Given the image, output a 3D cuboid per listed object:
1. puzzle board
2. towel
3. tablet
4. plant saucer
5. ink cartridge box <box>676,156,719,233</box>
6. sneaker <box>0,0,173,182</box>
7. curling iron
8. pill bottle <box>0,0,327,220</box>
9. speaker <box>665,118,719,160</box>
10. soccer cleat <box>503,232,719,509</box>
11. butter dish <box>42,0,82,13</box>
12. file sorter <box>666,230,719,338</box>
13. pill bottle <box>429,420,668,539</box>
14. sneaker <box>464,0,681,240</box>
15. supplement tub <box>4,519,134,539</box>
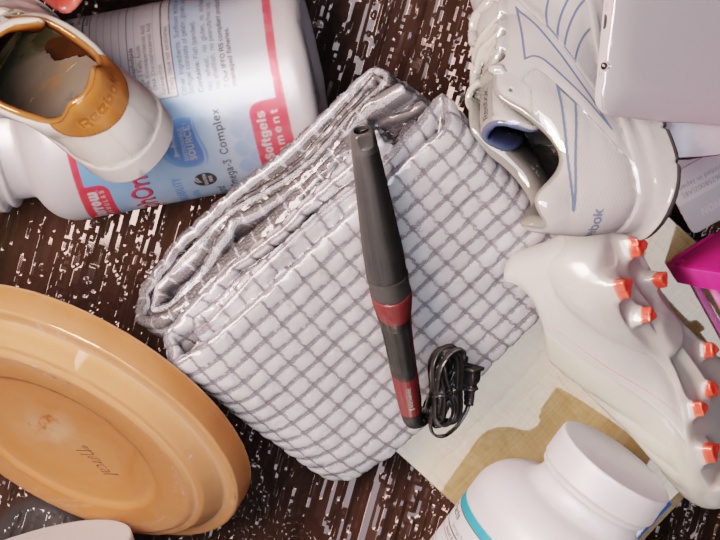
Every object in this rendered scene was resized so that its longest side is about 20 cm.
[{"bbox_3d":[0.131,0.068,1.599,0.151,0.017,0.200,42,96,-2],"label":"puzzle board"},{"bbox_3d":[0.000,0.000,1.529,0.200,0.086,0.166,-44,134,5],"label":"towel"},{"bbox_3d":[0.195,-0.138,1.471,0.014,0.200,0.130,10,96,47],"label":"tablet"},{"bbox_3d":[-0.154,0.081,1.531,0.200,0.200,0.032,28,61,0],"label":"plant saucer"},{"bbox_3d":[0.199,-0.147,1.567,0.162,0.057,0.200,-29,104,5],"label":"ink cartridge box"},{"bbox_3d":[-0.184,-0.116,1.469,0.200,0.085,0.073,25,78,35],"label":"sneaker"},{"bbox_3d":[0.021,0.006,1.473,0.050,0.026,0.200,-41,132,-26],"label":"curling iron"},{"bbox_3d":[-0.121,-0.088,1.551,0.200,0.109,0.109,-11,94,4],"label":"pill bottle"},{"bbox_3d":[0.162,-0.159,1.500,0.081,0.081,0.200,-3,101,3],"label":"speaker"},{"bbox_3d":[0.147,0.052,1.539,0.077,0.069,0.200,-5,133,36],"label":"soccer cleat"},{"bbox_3d":[-0.086,-0.218,1.519,0.148,0.199,0.200,21,96,-22],"label":"butter dish"},{"bbox_3d":[0.266,0.016,1.487,0.139,0.200,0.126,-31,94,-3],"label":"file sorter"},{"bbox_3d":[0.081,0.180,1.549,0.111,0.111,0.200,36,105,-1],"label":"pill bottle"},{"bbox_3d":[0.091,-0.104,1.470,0.087,0.075,0.200,-9,61,-30],"label":"sneaker"},{"bbox_3d":[-0.153,0.250,1.553,0.145,0.145,0.200,-15,102,4],"label":"supplement tub"}]
